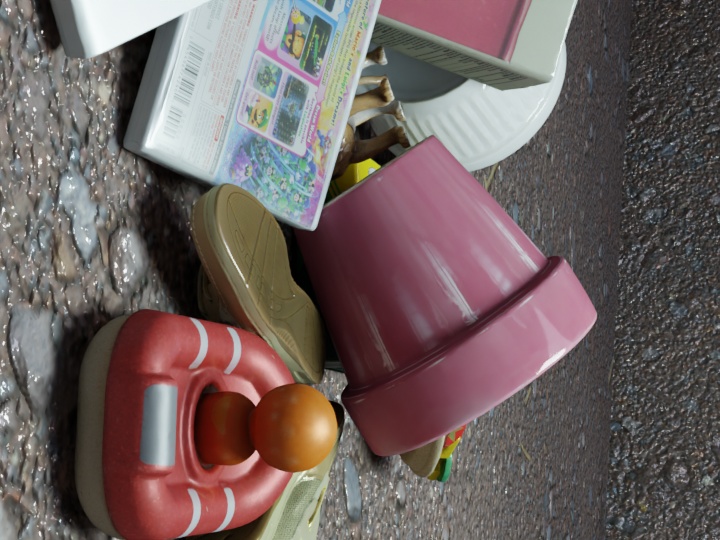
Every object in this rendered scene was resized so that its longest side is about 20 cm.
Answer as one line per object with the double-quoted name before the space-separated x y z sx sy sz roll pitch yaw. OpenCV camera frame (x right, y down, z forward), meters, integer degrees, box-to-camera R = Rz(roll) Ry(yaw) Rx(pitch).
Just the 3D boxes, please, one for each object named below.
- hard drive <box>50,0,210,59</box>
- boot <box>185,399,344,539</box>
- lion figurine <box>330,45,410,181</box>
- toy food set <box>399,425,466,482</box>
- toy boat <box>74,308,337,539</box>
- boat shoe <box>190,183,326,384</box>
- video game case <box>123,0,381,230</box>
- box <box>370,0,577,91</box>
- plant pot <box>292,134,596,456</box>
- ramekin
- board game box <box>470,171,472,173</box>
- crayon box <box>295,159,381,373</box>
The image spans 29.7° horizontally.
"hard drive" -0.133 -0.234 0.735 0.132 0.026 0.202 -37 126 -42
"boot" -0.054 0.200 0.972 0.200 0.072 0.157 -59 144 -57
"lion figurine" -0.028 -0.115 1.052 0.200 0.121 0.073 -82 152 -75
"toy food set" 0.068 0.098 1.300 0.199 0.048 0.202 110 -20 -58
"toy boat" -0.076 0.094 0.809 0.200 0.129 0.132 21 70 -71
"boat shoe" -0.079 0.018 0.908 0.201 0.064 0.072 66 27 -50
"video game case" -0.061 -0.146 0.891 0.181 0.023 0.203 24 80 -53
"box" 0.059 -0.227 1.064 0.128 0.198 0.110 -160 -93 -77
"plant pot" 0.048 0.009 1.009 0.180 0.199 0.200 58 22 -4
"ramekin" 0.078 -0.199 1.230 0.105 0.198 0.203 37 54 -56
"board game box" 0.084 -0.075 1.349 0.200 0.028 0.137 111 -5 -78
"crayon box" 0.000 0.000 1.183 0.200 0.057 0.175 26 63 -71
